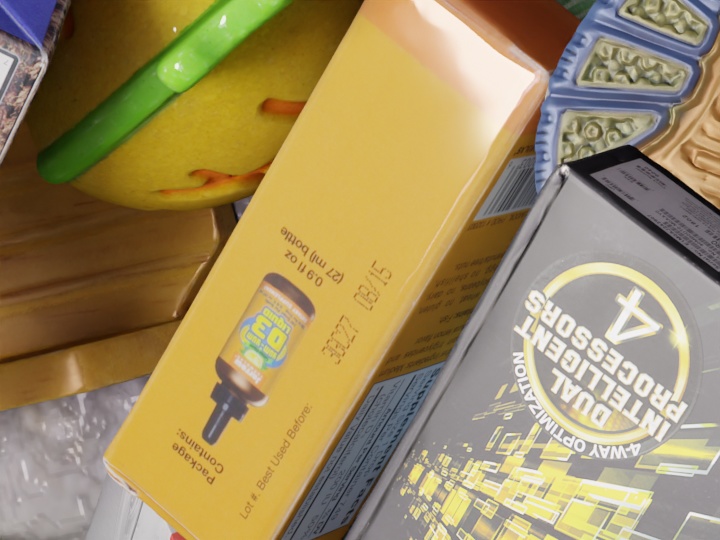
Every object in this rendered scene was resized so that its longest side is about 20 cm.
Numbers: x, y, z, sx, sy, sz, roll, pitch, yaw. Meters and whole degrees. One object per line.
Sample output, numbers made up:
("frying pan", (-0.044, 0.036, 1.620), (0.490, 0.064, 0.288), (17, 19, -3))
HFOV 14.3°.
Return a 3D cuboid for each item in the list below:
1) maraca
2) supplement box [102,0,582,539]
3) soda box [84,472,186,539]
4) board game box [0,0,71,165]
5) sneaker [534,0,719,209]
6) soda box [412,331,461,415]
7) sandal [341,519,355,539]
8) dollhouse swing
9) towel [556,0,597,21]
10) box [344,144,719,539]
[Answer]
("maraca", (-0.044, -0.080, 0.912), (0.107, 0.137, 0.200), (45, 158, -9))
("supplement box", (0.000, 0.000, 0.896), (0.066, 0.069, 0.201), (40, 112, 19))
("soda box", (-0.040, 0.129, 0.946), (0.200, 0.063, 0.069), (-123, 49, -60))
("board game box", (-0.193, -0.046, 0.873), (0.159, 0.097, 0.201), (24, 124, -10))
("sneaker", (0.087, -0.014, 0.849), (0.075, 0.088, 0.201), (26, 100, 15))
("soda box", (0.060, 0.035, 0.941), (0.068, 0.064, 0.201), (-37, 80, 28))
("sandal", (0.031, 0.125, 0.938), (0.201, 0.057, 0.080), (-148, 71, -66))
("dollhouse swing", (-0.174, -0.043, 0.995), (0.181, 0.176, 0.201), (-12, 91, 30))
("towel", (0.122, -0.113, 0.907), (0.200, 0.023, 0.153), (-34, 81, 29))
("box", (0.096, 0.091, 0.710), (0.200, 0.049, 0.162), (38, 116, 19))
